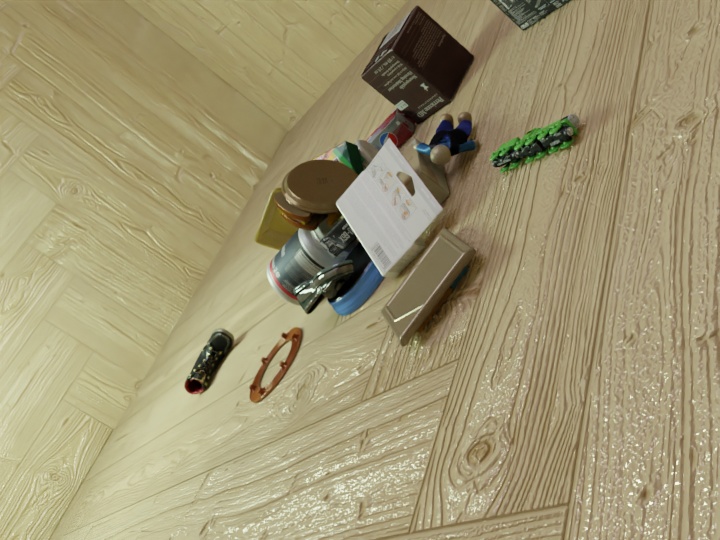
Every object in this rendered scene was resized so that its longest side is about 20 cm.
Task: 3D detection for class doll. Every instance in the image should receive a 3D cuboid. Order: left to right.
[{"bbox_3d":[0.171,-0.257,1.494,0.135,0.049,0.201,-2,31,17],"label":"doll"}]

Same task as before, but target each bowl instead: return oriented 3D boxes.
[{"bbox_3d":[0.000,0.000,1.563,0.201,0.039,0.201,-48,18,21],"label":"bowl"}]

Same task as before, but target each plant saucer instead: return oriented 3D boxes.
[{"bbox_3d":[-0.139,-0.117,1.812,0.201,0.198,0.049,120,161,-47],"label":"plant saucer"}]

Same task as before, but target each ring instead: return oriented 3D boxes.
[{"bbox_3d":[-0.201,0.214,1.734,0.201,0.019,0.201,-49,17,20],"label":"ring"}]

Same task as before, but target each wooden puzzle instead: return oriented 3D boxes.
[{"bbox_3d":[0.111,0.026,1.226,0.186,0.037,0.200,-53,12,6],"label":"wooden puzzle"}]

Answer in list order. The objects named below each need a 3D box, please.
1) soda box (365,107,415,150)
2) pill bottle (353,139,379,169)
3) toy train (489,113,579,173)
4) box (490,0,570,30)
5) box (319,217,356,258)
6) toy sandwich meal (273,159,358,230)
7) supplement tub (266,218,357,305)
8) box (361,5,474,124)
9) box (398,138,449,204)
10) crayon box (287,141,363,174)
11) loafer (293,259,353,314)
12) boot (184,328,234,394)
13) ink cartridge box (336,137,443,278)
[{"bbox_3d":[0.060,-0.342,2.012,0.200,0.070,0.064,-41,22,37],"label":"soda box"},{"bbox_3d":[-0.026,-0.233,1.960,0.200,0.113,0.113,-47,18,23],"label":"pill bottle"},{"bbox_3d":[0.278,-0.204,1.200,0.056,0.042,0.200,-49,13,-22],"label":"toy train"},{"bbox_3d":[0.353,-0.606,1.571,0.050,0.157,0.200,-59,16,-17],"label":"box"},{"bbox_3d":[0.013,-0.124,1.625,0.158,0.050,0.200,-42,1,34],"label":"box"},{"bbox_3d":[-0.090,-0.170,1.681,0.206,0.203,0.071,-71,-11,-45],"label":"toy sandwich meal"},{"bbox_3d":[-0.113,-0.027,1.750,0.200,0.140,0.141,-45,19,28],"label":"supplement tub"},{"bbox_3d":[0.144,-0.517,1.897,0.166,0.199,0.165,-24,34,60],"label":"box"},{"bbox_3d":[0.117,-0.184,1.530,0.095,0.077,0.201,-49,18,21],"label":"box"},{"bbox_3d":[-0.078,-0.202,1.889,0.199,0.058,0.175,-23,73,32],"label":"crayon box"},{"bbox_3d":[-0.068,0.035,1.534,0.071,0.064,0.199,-14,-10,-36],"label":"loafer"},{"bbox_3d":[-0.448,0.269,2.208,0.200,0.073,0.151,-43,19,46],"label":"boot"},{"bbox_3d":[0.060,-0.117,1.418,0.176,0.044,0.201,-47,58,24],"label":"ink cartridge box"}]
